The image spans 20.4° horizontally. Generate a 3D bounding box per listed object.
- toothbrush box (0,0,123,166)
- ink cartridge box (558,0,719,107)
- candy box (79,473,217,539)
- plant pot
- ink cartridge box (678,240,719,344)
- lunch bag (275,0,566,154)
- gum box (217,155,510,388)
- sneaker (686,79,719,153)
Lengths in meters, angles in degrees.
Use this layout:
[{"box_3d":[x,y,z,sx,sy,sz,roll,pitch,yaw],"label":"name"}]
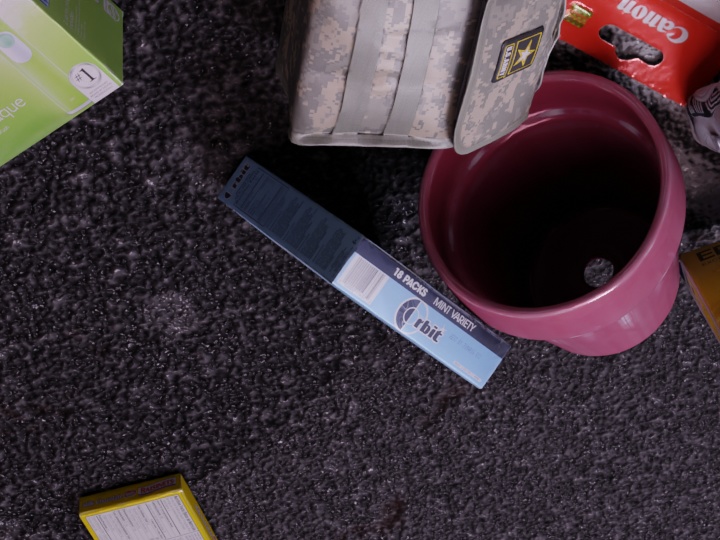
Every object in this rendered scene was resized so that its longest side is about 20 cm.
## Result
[{"box_3d":[-0.281,-0.177,1.384,0.145,0.086,0.200,-29,130,21],"label":"toothbrush box"},{"box_3d":[0.249,-0.203,1.449,0.161,0.050,0.200,24,125,-27],"label":"ink cartridge box"},{"box_3d":[-0.185,0.269,1.895,0.101,0.027,0.201,-16,136,6],"label":"candy box"},{"box_3d":[0.164,-0.025,1.533,0.199,0.201,0.179,-21,150,14],"label":"plant pot"},{"box_3d":[0.353,-0.011,1.551,0.196,0.200,0.047,-20,117,3],"label":"ink cartridge box"},{"box_3d":[0.051,-0.175,1.405,0.198,0.118,0.165,1,132,-13],"label":"lunch bag"},{"box_3d":[0.000,0.000,1.525,0.170,0.200,0.045,36,90,-36],"label":"gum box"},{"box_3d":[0.293,-0.085,1.476,0.074,0.116,0.200,-1,172,-8],"label":"sneaker"}]
